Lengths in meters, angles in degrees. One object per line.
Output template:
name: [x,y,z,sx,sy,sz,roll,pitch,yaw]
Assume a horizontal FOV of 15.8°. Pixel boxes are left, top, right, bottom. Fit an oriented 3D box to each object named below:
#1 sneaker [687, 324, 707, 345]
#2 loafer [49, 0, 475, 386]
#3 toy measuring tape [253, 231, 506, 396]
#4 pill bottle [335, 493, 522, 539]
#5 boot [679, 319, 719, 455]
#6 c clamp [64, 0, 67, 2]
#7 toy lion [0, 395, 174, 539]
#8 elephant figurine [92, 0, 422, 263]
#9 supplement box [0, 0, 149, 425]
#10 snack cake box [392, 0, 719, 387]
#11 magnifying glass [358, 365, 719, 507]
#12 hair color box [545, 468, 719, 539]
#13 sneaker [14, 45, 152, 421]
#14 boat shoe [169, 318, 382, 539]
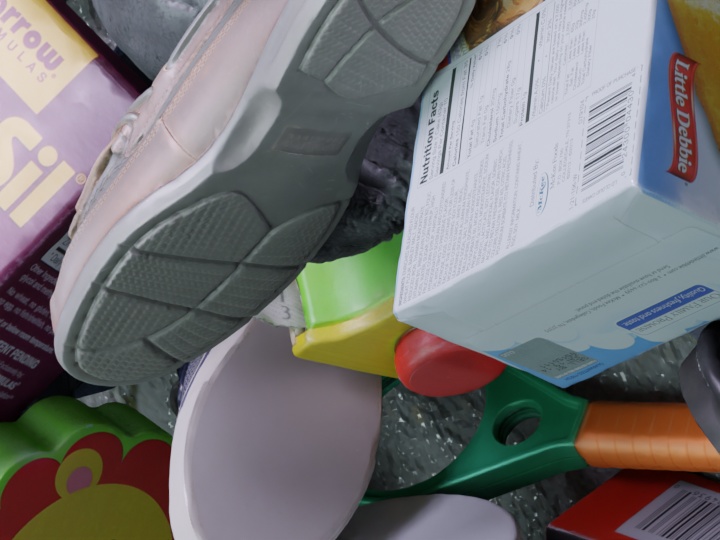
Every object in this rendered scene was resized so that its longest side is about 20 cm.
sneaker: [0.166,0.025,0.822,0.200,0.074,0.081,38,149,14]
loafer: [-0.035,-0.047,0.799,0.200,0.072,0.063,-50,47,31]
toy measuring tape: [0.000,0.000,0.906,0.073,0.200,0.074,-19,64,47]
pill bottle: [0.030,0.191,0.940,0.114,0.114,0.201,5,115,45]
boot: [0.210,0.021,0.706,0.211,0.079,0.158,26,113,-1]
c clamp: [-0.155,-0.072,1.043,0.171,0.027,0.201,15,78,45]
toy lion: [-0.113,0.149,1.003,0.069,0.191,0.201,30,100,42]
elephant figurine: [0.009,-0.067,0.866,0.200,0.155,0.142,48,164,30]
supplement box: [-0.165,-0.013,0.946,0.131,0.200,0.103,45,-179,18]
snack cake box: [0.078,-0.080,0.762,0.067,0.201,0.115,22,151,-26]
magnifying glass: [0.067,0.060,0.958,0.199,0.080,0.022,-2,141,37]
hair color box: [0.131,0.179,0.959,0.101,0.061,0.201,15,124,41]
sneaker: [-0.128,-0.004,1.057,0.077,0.146,0.203,42,136,24]
boat shoe: [-0.038,0.049,0.970,0.075,0.200,0.093,28,139,-12]
